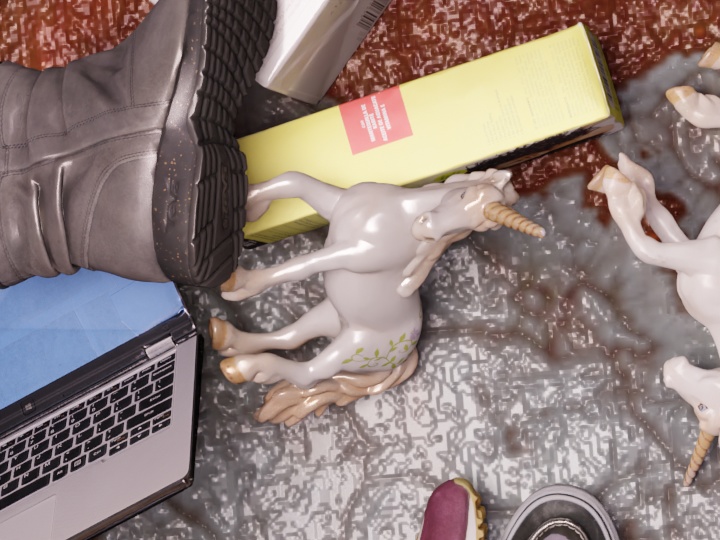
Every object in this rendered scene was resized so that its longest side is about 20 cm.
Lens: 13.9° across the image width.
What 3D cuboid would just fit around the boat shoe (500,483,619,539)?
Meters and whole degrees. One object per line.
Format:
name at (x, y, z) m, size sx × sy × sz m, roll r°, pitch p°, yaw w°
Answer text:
boat shoe at (0.085, 0.203, 1.404) m, size 0.072 × 0.071 × 0.201 m, roll 8°, pitch 89°, yaw 11°

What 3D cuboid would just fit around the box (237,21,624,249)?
box at (0.024, -0.063, 1.423) m, size 0.199 × 0.075 × 0.050 m, roll -17°, pitch 85°, yaw 11°

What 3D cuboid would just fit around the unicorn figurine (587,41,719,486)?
unicorn figurine at (0.175, -0.015, 1.389) m, size 0.137 × 0.074 × 0.200 m, roll 42°, pitch 91°, yaw -2°

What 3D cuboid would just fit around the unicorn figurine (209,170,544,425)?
unicorn figurine at (0.000, 0.000, 1.375) m, size 0.137 × 0.200 × 0.074 m, roll -6°, pitch 66°, yaw -8°

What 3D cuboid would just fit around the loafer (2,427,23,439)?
loafer at (-0.188, 0.106, 1.469) m, size 0.063 × 0.072 × 0.201 m, roll 12°, pitch 96°, yaw -4°

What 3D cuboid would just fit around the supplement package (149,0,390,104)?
supplement package at (-0.076, -0.189, 1.422) m, size 0.200 × 0.120 × 0.121 m, roll 37°, pitch 96°, yaw 9°

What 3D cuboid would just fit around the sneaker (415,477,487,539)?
sneaker at (0.003, 0.192, 1.419) m, size 0.090 × 0.075 × 0.201 m, roll 14°, pitch 90°, yaw 6°

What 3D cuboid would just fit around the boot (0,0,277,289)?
boot at (-0.114, -0.090, 1.335) m, size 0.131 × 0.070 × 0.201 m, roll 3°, pitch 77°, yaw 25°

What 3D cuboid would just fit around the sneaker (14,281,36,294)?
sneaker at (-0.187, -0.053, 1.467) m, size 0.200 × 0.075 × 0.087 m, roll 35°, pitch 89°, yaw 10°

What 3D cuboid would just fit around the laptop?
laptop at (-0.180, 0.046, 1.365) m, size 0.187 × 0.200 × 0.116 m, roll -28°, pitch 116°, yaw 14°
